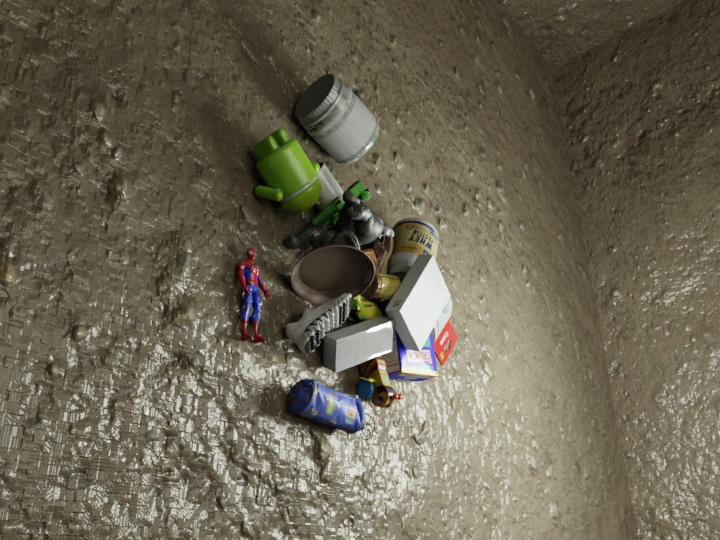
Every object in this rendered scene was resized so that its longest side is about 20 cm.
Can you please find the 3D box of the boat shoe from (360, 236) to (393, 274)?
[{"bbox_3d":[0.037,-0.048,1.762,0.072,0.071,0.204,34,56,-37],"label":"boat shoe"}]

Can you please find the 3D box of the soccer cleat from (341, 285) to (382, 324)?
[{"bbox_3d":[0.008,0.099,1.641,0.084,0.064,0.202,-58,132,-34],"label":"soccer cleat"}]

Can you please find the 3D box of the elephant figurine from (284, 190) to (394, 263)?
[{"bbox_3d":[-0.051,-0.078,1.547,0.155,0.201,0.141,43,5,25],"label":"elephant figurine"}]

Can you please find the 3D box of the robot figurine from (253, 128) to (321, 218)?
[{"bbox_3d":[-0.167,-0.225,1.526,0.202,0.114,0.176,57,44,-14],"label":"robot figurine"}]

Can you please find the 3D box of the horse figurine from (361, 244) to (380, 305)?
[{"bbox_3d":[0.000,0.000,1.660,0.130,0.050,0.205,-7,97,-29],"label":"horse figurine"}]

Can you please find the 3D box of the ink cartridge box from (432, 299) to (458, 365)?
[{"bbox_3d":[0.246,0.158,1.963,0.202,0.050,0.161,59,37,-12],"label":"ink cartridge box"}]

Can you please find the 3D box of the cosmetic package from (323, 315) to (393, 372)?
[{"bbox_3d":[-0.003,0.174,1.562,0.198,0.050,0.084,-13,114,-44],"label":"cosmetic package"}]

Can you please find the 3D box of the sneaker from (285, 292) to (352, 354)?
[{"bbox_3d":[-0.091,0.104,1.482,0.199,0.080,0.076,-38,145,-42],"label":"sneaker"}]

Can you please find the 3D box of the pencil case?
[{"bbox_3d":[-0.070,0.300,1.439,0.199,0.077,0.088,31,79,-42],"label":"pencil case"}]

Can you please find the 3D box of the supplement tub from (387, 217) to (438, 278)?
[{"bbox_3d":[0.141,-0.033,1.828,0.144,0.143,0.203,44,43,-31],"label":"supplement tub"}]

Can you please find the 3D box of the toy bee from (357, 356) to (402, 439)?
[{"bbox_3d":[0.055,0.293,1.588,0.130,0.107,0.204,-12,84,-56],"label":"toy bee"}]

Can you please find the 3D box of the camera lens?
[{"bbox_3d":[-0.058,-0.396,1.720,0.199,0.158,0.162,40,45,-34],"label":"camera lens"}]

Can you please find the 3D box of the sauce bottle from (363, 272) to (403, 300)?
[{"bbox_3d":[0.078,0.045,1.666,0.198,0.065,0.067,13,63,-51],"label":"sauce bottle"}]

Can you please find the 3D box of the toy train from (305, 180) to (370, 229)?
[{"bbox_3d":[-0.058,-0.147,1.612,0.199,0.042,0.057,-43,103,-9],"label":"toy train"}]

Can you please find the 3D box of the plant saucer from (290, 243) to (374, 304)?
[{"bbox_3d":[-0.065,0.003,1.497,0.199,0.199,0.033,33,32,-40],"label":"plant saucer"}]

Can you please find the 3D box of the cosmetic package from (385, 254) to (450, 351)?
[{"bbox_3d":[0.153,0.082,1.677,0.201,0.051,0.152,-55,131,-33],"label":"cosmetic package"}]

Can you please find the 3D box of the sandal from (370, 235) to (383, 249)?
[{"bbox_3d":[0.038,-0.117,1.700,0.201,0.042,0.077,-92,165,-67],"label":"sandal"}]

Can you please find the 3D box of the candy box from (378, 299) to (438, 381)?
[{"bbox_3d":[0.123,0.190,1.754,0.167,0.076,0.204,15,63,-47],"label":"candy box"}]

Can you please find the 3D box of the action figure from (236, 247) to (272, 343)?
[{"bbox_3d":[-0.229,0.048,1.377,0.065,0.051,0.204,14,61,-45],"label":"action figure"}]

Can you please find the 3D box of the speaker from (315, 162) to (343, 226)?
[{"bbox_3d":[-0.070,-0.172,1.665,0.201,0.080,0.082,53,39,-21],"label":"speaker"}]
